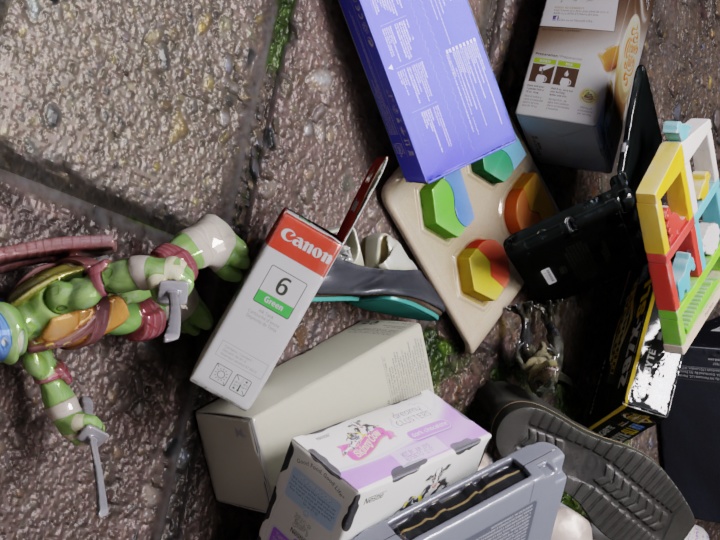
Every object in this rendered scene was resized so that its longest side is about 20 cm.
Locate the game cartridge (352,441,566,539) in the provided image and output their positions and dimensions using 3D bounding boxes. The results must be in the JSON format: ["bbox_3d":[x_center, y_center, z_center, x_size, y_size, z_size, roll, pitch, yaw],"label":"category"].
[{"bbox_3d":[0.067,0.217,1.052,0.199,0.040,0.134,-21,131,-33],"label":"game cartridge"}]

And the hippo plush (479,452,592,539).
[{"bbox_3d":[0.095,0.251,1.224,0.161,0.159,0.200,-55,173,-8],"label":"hippo plush"}]

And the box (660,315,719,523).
[{"bbox_3d":[0.432,0.158,1.563,0.200,0.123,0.199,-15,101,-44],"label":"box"}]

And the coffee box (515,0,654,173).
[{"bbox_3d":[0.216,-0.209,1.326,0.114,0.079,0.201,49,55,-65],"label":"coffee box"}]

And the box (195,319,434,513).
[{"bbox_3d":[-0.030,0.110,1.106,0.200,0.068,0.083,-25,110,-43],"label":"box"}]

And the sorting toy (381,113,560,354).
[{"bbox_3d":[0.113,-0.054,1.276,0.185,0.036,0.200,-50,125,-34],"label":"sorting toy"}]

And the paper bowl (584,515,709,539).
[{"bbox_3d":[0.234,0.304,1.331,0.201,0.104,0.201,-56,172,-12],"label":"paper bowl"}]

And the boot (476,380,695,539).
[{"bbox_3d":[0.197,0.164,1.252,0.200,0.138,0.078,38,95,-10],"label":"boot"}]

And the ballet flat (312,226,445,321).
[{"bbox_3d":[0.000,0.000,1.136,0.200,0.073,0.073,9,85,-45],"label":"ballet flat"}]

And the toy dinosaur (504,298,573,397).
[{"bbox_3d":[0.171,0.073,1.316,0.200,0.047,0.089,8,72,-75],"label":"toy dinosaur"}]

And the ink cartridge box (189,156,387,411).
[{"bbox_3d":[-0.051,-0.004,1.003,0.050,0.109,0.201,29,92,-5],"label":"ink cartridge box"}]

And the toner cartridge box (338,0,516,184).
[{"bbox_3d":[0.051,-0.182,1.161,0.095,0.043,0.201,-26,104,-21],"label":"toner cartridge box"}]

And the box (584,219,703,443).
[{"bbox_3d":[0.284,0.060,1.388,0.049,0.160,0.201,19,74,-1],"label":"box"}]

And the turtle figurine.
[{"bbox_3d":[-0.143,0.049,0.917,0.194,0.199,0.145,-29,128,-52],"label":"turtle figurine"}]

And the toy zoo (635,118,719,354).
[{"bbox_3d":[0.289,-0.044,1.251,0.131,0.020,0.201,-47,131,-40],"label":"toy zoo"}]

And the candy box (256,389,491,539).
[{"bbox_3d":[-0.002,0.206,1.072,0.167,0.071,0.201,-13,130,-49],"label":"candy box"}]

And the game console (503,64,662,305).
[{"bbox_3d":[0.210,-0.071,1.289,0.117,0.175,0.200,69,10,21],"label":"game console"}]
